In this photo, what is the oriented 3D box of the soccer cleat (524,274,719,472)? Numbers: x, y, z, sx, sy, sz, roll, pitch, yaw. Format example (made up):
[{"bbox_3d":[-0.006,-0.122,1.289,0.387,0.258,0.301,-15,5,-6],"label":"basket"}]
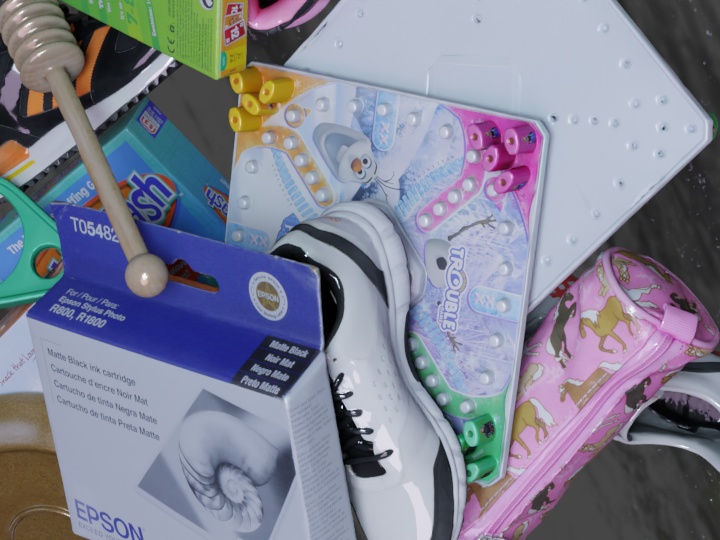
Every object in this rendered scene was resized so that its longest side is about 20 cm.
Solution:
[{"bbox_3d":[0.139,0.057,1.266,0.200,0.085,0.069,23,122,-1],"label":"soccer cleat"}]

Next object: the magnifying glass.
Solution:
[{"bbox_3d":[-0.168,-0.002,1.233,0.199,0.022,0.080,15,82,9],"label":"magnifying glass"}]

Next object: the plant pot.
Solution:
[{"bbox_3d":[-0.180,0.162,1.322,0.199,0.028,0.201,9,126,13],"label":"plant pot"}]

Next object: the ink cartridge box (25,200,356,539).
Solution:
[{"bbox_3d":[-0.093,0.075,1.159,0.199,0.041,0.201,14,123,38],"label":"ink cartridge box"}]

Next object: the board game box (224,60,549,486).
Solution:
[{"bbox_3d":[0.000,0.000,1.194,0.200,0.026,0.201,15,105,32],"label":"board game box"}]

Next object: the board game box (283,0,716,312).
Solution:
[{"bbox_3d":[0.067,-0.087,1.176,0.200,0.026,0.200,-45,72,29],"label":"board game box"}]

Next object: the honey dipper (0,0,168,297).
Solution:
[{"bbox_3d":[-0.143,-0.067,1.158,0.038,0.200,0.038,-22,151,-13],"label":"honey dipper"}]

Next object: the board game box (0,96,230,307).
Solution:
[{"bbox_3d":[-0.116,0.015,1.322,0.152,0.045,0.200,-36,106,30],"label":"board game box"}]

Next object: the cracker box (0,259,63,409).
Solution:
[{"bbox_3d":[-0.140,0.096,1.317,0.200,0.058,0.134,41,125,-12],"label":"cracker box"}]

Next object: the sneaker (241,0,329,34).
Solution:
[{"bbox_3d":[-0.018,-0.209,1.135,0.079,0.095,0.200,24,111,1],"label":"sneaker"}]

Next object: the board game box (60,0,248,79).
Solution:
[{"bbox_3d":[-0.133,-0.180,1.171,0.200,0.030,0.096,27,126,36],"label":"board game box"}]

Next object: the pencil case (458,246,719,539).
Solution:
[{"bbox_3d":[0.109,0.077,1.201,0.200,0.083,0.087,-52,59,22],"label":"pencil case"}]

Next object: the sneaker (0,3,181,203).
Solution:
[{"bbox_3d":[-0.164,-0.124,1.240,0.200,0.070,0.090,-36,98,25],"label":"sneaker"}]

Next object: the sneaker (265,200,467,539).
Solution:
[{"bbox_3d":[-0.005,0.066,1.145,0.074,0.080,0.201,-18,88,33],"label":"sneaker"}]
